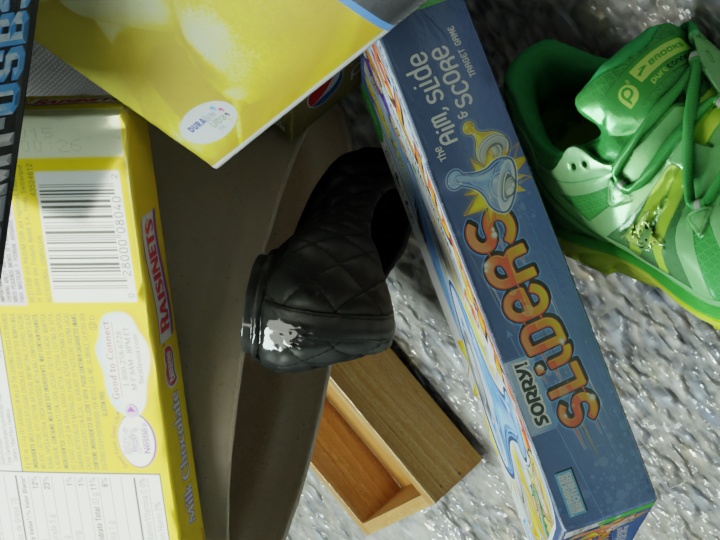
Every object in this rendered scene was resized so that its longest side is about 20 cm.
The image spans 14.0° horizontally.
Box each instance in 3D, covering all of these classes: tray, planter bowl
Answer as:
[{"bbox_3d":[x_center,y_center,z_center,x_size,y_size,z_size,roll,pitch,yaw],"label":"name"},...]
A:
[{"bbox_3d":[-0.034,0.028,1.354,0.200,0.037,0.099,51,158,-1],"label":"tray"},{"bbox_3d":[-0.090,0.019,1.179,0.134,0.201,0.201,11,147,9],"label":"planter bowl"}]

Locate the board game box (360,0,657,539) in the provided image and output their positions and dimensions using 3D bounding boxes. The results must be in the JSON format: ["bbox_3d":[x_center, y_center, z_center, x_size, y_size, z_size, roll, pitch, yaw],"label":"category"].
[{"bbox_3d":[0.048,0.003,1.033,0.135,0.034,0.201,87,163,-76],"label":"board game box"}]

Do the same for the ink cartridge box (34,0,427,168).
[{"bbox_3d":[-0.074,-0.135,0.937,0.200,0.047,0.197,33,148,-16],"label":"ink cartridge box"}]

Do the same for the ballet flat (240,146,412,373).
[{"bbox_3d":[0.000,0.000,1.111,0.057,0.200,0.067,11,108,8],"label":"ballet flat"}]

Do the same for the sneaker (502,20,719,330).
[{"bbox_3d":[0.109,-0.033,0.951,0.200,0.074,0.084,15,144,54],"label":"sneaker"}]

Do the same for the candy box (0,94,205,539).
[{"bbox_3d":[-0.115,0.035,1.077,0.102,0.026,0.201,2,109,23],"label":"candy box"}]

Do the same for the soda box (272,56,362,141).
[{"bbox_3d":[-0.073,-0.144,1.124,0.200,0.064,0.068,40,156,20],"label":"soda box"}]

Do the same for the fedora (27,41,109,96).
[{"bbox_3d":[-0.155,-0.125,1.268,0.177,0.090,0.200,37,154,28],"label":"fedora"}]

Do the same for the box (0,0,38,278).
[{"bbox_3d":[-0.189,-0.113,0.983,0.198,0.050,0.201,40,138,27],"label":"box"}]
